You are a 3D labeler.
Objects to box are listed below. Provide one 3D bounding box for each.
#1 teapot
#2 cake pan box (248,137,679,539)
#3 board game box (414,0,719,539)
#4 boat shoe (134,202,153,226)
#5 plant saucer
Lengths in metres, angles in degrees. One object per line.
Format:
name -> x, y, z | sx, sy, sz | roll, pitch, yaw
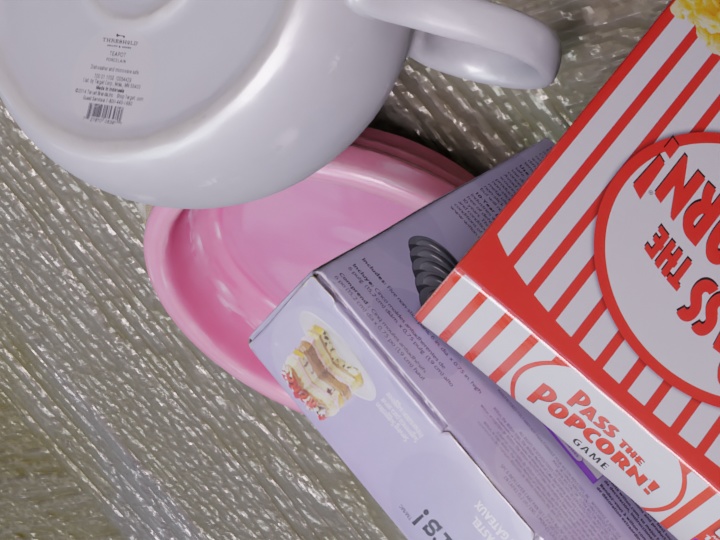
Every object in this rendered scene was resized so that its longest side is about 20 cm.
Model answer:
teapot -> -0.045, -0.110, 1.097 | 0.146, 0.197, 0.201 | 20, -143, -56
cake pan box -> 0.079, 0.059, 0.989 | 0.200, 0.184, 0.052 | 49, 127, 6
board game box -> 0.136, -0.010, 0.959 | 0.151, 0.200, 0.046 | 39, 151, 0
boat shoe -> -0.083, -0.059, 1.292 | 0.065, 0.072, 0.201 | 43, 156, 30
plant saucer -> 0.000, 0.000, 1.245 | 0.199, 0.051, 0.201 | 14, 144, 10
